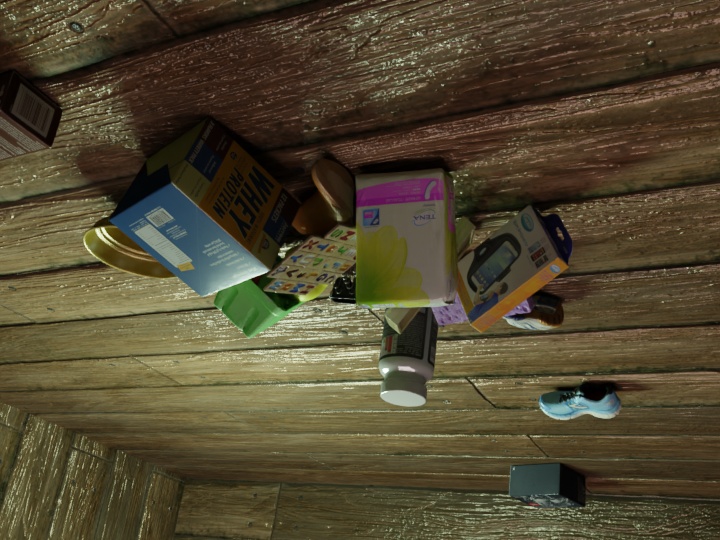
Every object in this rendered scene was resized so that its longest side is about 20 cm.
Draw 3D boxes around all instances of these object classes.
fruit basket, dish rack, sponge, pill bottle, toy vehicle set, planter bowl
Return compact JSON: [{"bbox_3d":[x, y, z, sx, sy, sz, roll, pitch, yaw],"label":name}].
[{"bbox_3d":[-0.137,0.009,1.446,0.155,0.216,0.216,42,154,5],"label":"fruit basket"},{"bbox_3d":[0.000,0.000,1.519,0.149,0.056,0.201,1,153,14],"label":"dish rack"},{"bbox_3d":[0.209,0.032,1.472,0.196,0.030,0.114,-12,107,37],"label":"sponge"},{"bbox_3d":[0.096,0.160,1.643,0.113,0.205,0.117,7,155,3],"label":"pill bottle"},{"bbox_3d":[0.114,0.011,1.325,0.026,0.201,0.124,38,174,11],"label":"toy vehicle set"},{"bbox_3d":[-0.394,-0.067,1.475,0.195,0.085,0.201,7,155,3],"label":"planter bowl"}]

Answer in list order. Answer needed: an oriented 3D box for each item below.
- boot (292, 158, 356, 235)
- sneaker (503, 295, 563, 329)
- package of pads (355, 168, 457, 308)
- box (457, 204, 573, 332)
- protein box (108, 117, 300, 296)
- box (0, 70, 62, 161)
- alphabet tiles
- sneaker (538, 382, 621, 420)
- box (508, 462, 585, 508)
[{"bbox_3d":[-0.067,-0.104,1.307,0.141,0.073,0.200,-8,154,30],"label":"boot"},{"bbox_3d":[0.290,0.075,1.556,0.196,0.077,0.088,22,155,-21],"label":"sneaker"},{"bbox_3d":[0.071,-0.047,1.228,0.151,0.206,0.068,-2,175,22],"label":"package of pads"},{"bbox_3d":[0.237,-0.010,1.279,0.041,0.121,0.199,28,120,-39],"label":"box"},{"bbox_3d":[-0.240,-0.090,1.265,0.196,0.137,0.200,-18,129,44],"label":"protein box"},{"bbox_3d":[-0.555,-0.221,1.224,0.196,0.077,0.100,-8,151,28],"label":"box"},{"bbox_3d":[-0.062,-0.014,1.286,0.165,0.006,0.199,-40,161,18],"label":"alphabet tiles"},{"bbox_3d":[0.528,0.304,1.979,0.195,0.079,0.091,-8,132,25],"label":"sneaker"},{"bbox_3d":[0.632,0.731,2.760,0.197,0.107,0.181,-16,144,41],"label":"box"}]
